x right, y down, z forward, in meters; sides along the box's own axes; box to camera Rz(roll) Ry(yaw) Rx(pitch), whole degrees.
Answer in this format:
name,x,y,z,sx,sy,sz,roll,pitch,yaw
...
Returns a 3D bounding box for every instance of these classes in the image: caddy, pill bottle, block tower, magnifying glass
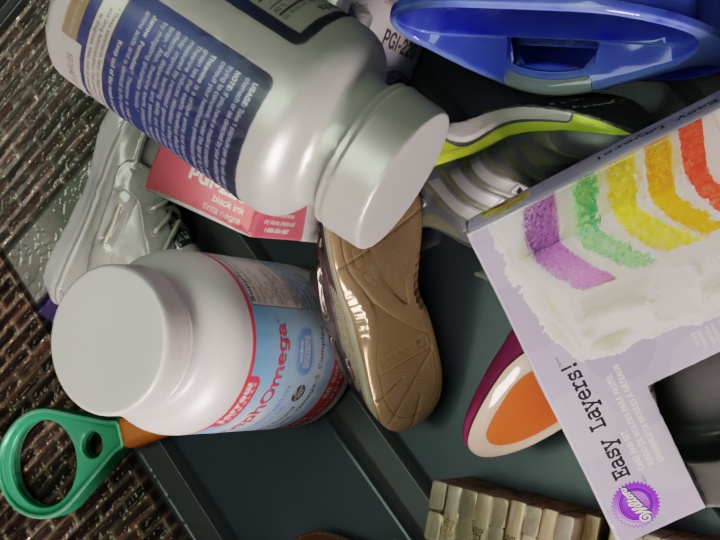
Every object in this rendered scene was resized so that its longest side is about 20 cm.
name,x,y,z,sx,sy,sz,roll,pitch,yaw
caddy,0.114,-0.151,0.766,0.198,0.141,0.106,8,87,29
pill bottle,-0.057,-0.100,0.710,0.199,0.111,0.112,35,102,14
block tower,0.137,0.167,0.780,0.198,0.058,0.055,10,91,30
magnifying glass,-0.183,0.122,0.972,0.199,0.022,0.080,-21,77,24
pill bottle,-0.092,0.044,0.827,0.108,0.199,0.110,-2,86,28

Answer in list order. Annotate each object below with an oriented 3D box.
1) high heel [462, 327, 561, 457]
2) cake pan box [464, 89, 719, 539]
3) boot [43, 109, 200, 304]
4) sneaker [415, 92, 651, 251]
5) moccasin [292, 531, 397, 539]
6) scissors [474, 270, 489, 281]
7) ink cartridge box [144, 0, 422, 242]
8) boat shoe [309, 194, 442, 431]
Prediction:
name,x,y,z,sx,sy,sz,roll,pitch,yaw
high heel,0.121,0.017,0.797,0.200,0.067,0.096,-47,31,13
cake pan box,0.176,0.023,0.714,0.183,0.052,0.201,-24,99,10
boot,-0.142,-0.043,0.941,0.095,0.073,0.201,33,110,20
sneaker,0.090,-0.056,0.804,0.199,0.073,0.082,-8,96,49
moccasin,0.014,0.199,0.801,0.201,0.073,0.078,28,142,57
scissors,0.156,0.034,0.801,0.198,0.014,0.074,1,86,28
ink cartridge box,-0.033,-0.124,0.838,0.084,0.145,0.202,23,98,21
boat shoe,0.000,0.000,0.826,0.065,0.072,0.202,14,124,50
